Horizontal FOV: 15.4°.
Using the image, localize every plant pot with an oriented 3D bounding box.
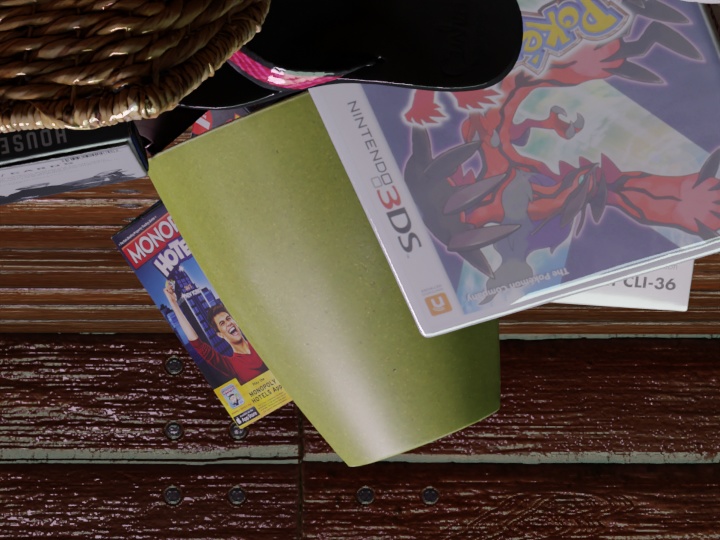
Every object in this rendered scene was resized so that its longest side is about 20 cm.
[{"bbox_3d":[0.000,0.000,1.490,0.186,0.201,0.187,-21,-178,1],"label":"plant pot"}]

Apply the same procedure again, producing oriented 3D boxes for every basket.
[{"bbox_3d":[-0.140,-0.122,1.198,0.199,0.150,0.143,-4,172,26],"label":"basket"}]

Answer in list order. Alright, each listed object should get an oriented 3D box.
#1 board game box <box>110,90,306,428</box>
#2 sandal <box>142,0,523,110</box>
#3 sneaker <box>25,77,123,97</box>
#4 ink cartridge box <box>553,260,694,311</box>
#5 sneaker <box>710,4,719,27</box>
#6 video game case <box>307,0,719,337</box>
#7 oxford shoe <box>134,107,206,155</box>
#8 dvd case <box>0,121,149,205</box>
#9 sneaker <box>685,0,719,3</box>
[{"bbox_3d":[-0.054,-0.029,1.651,0.200,0.200,0.062,-30,-175,41],"label":"board game box"},{"bbox_3d":[-0.024,-0.116,1.255,0.199,0.076,0.045,-1,175,16],"label":"sandal"},{"bbox_3d":[-0.191,-0.099,1.344,0.199,0.074,0.082,-1,166,-44],"label":"sneaker"},{"bbox_3d":[0.133,-0.035,1.557,0.116,0.068,0.200,3,-154,0],"label":"ink cartridge box"},{"bbox_3d":[0.091,-0.138,1.317,0.199,0.116,0.074,12,-153,6],"label":"sneaker"},{"bbox_3d":[0.087,-0.071,1.299,0.199,0.183,0.023,-17,-156,19],"label":"video game case"},{"bbox_3d":[-0.116,-0.106,1.519,0.071,0.073,0.200,19,-165,31],"label":"oxford shoe"},{"bbox_3d":[-0.185,-0.051,1.348,0.149,0.025,0.200,-11,177,-3],"label":"dvd case"},{"bbox_3d":[0.121,-0.159,1.183,0.199,0.075,0.082,-2,174,24],"label":"sneaker"}]
